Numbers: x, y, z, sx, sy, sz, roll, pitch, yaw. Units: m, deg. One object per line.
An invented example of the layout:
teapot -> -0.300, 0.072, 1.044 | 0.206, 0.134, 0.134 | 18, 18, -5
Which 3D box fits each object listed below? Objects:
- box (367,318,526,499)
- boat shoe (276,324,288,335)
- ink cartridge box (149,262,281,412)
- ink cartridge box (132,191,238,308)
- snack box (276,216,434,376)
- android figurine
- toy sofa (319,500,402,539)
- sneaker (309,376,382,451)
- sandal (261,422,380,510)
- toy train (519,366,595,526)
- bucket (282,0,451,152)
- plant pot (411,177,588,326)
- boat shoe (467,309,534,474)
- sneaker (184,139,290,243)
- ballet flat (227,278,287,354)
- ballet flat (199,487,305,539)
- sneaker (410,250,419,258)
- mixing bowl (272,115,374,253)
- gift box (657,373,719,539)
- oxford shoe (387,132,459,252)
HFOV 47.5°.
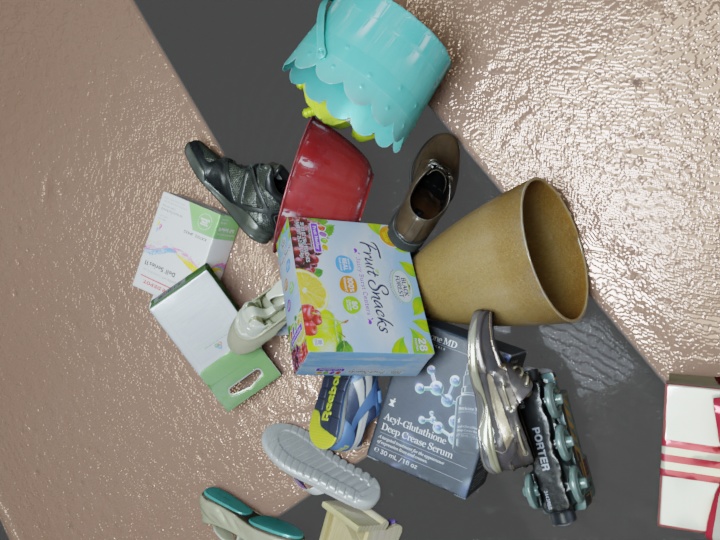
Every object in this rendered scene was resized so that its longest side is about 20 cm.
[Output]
box -> 0.118, 0.180, 1.110 | 0.148, 0.107, 0.201 | 18, 94, 22
boat shoe -> -0.070, 0.065, 1.207 | 0.199, 0.065, 0.074 | 8, 107, 26
ink cartridge box -> -0.218, 0.101, 1.239 | 0.104, 0.059, 0.200 | -35, 105, -3
ink cartridge box -> -0.282, -0.010, 1.295 | 0.117, 0.067, 0.201 | 21, 96, 20
snack box -> -0.011, 0.033, 1.045 | 0.068, 0.168, 0.201 | 122, 145, -50
android figurine -> -0.001, -0.282, 1.207 | 0.199, 0.041, 0.183 | -17, 83, 18
toy sofa -> -0.022, 0.437, 1.181 | 0.083, 0.097, 0.201 | 20, 96, 46
sneaker -> -0.008, 0.167, 1.185 | 0.074, 0.082, 0.201 | 7, 72, 48
sandal -> -0.066, 0.298, 1.202 | 0.202, 0.082, 0.050 | 29, 124, 21
toy train -> 0.244, 0.221, 1.055 | 0.085, 0.114, 0.201 | -18, 80, 26
bucket -> 0.011, -0.268, 1.082 | 0.207, 0.207, 0.135 | 34, 89, 19
plant pot -> 0.169, -0.002, 1.074 | 0.199, 0.186, 0.187 | -18, 82, 35
boat shoe -> 0.175, 0.145, 0.999 | 0.073, 0.074, 0.201 | -8, 90, 13
sneaker -> -0.179, -0.148, 1.257 | 0.114, 0.076, 0.199 | -47, 76, 12
ballet flat -> -0.127, 0.051, 1.155 | 0.200, 0.069, 0.070 | -37, 76, 16
ballet flat -> -0.166, 0.390, 1.224 | 0.199, 0.069, 0.070 | 16, 94, 36
sneaker -> 0.000, 0.000, 1.190 | 0.199, 0.076, 0.091 | 2, 77, 18
mixing bowl -> -0.045, -0.106, 1.155 | 0.108, 0.200, 0.201 | 16, 95, -1
gift box -> 0.445, 0.204, 0.937 | 0.199, 0.187, 0.186 | -2, 88, 22
oxford shoe -> 0.103, -0.120, 1.101 | 0.072, 0.084, 0.201 | 25, 55, -8
